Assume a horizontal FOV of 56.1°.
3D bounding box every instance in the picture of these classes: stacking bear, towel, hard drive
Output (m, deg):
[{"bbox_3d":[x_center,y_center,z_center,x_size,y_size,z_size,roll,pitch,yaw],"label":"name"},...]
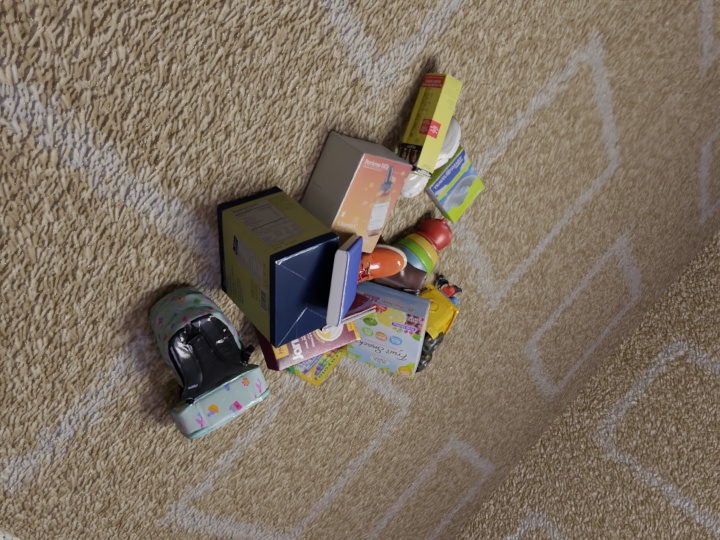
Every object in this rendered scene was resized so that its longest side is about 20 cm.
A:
[{"bbox_3d":[0.135,-0.044,1.599,0.200,0.113,0.122,-45,143,-15],"label":"stacking bear"},{"bbox_3d":[-0.082,0.059,1.379,0.143,0.199,0.023,-20,121,-35],"label":"towel"},{"bbox_3d":[-0.026,0.013,1.241,0.200,0.025,0.133,-55,154,-77],"label":"hard drive"}]

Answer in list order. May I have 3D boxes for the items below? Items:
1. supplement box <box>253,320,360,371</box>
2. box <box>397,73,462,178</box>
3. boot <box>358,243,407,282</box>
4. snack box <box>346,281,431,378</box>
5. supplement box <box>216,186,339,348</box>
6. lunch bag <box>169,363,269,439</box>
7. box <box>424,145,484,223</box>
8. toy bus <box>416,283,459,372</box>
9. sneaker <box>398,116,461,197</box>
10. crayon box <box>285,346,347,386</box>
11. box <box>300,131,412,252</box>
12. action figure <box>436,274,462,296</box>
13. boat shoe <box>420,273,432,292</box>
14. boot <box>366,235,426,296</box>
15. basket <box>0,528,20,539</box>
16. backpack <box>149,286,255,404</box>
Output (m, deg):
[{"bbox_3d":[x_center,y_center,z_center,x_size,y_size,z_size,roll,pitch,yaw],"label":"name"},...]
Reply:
[{"bbox_3d":[-0.114,0.127,1.441,0.199,0.085,0.111,-19,96,-26],"label":"supplement box"},{"bbox_3d":[0.137,-0.292,1.366,0.050,0.075,0.202,16,96,-37],"label":"box"},{"bbox_3d":[0.000,0.000,1.407,0.198,0.107,0.076,-5,116,3],"label":"boot"},{"bbox_3d":[0.059,0.133,1.509,0.068,0.167,0.201,-62,163,-45],"label":"snack box"},{"bbox_3d":[-0.154,-0.010,1.241,0.133,0.200,0.201,-22,135,-32],"label":"supplement box"},{"bbox_3d":[-0.286,0.267,1.390,0.199,0.078,0.160,-28,-178,-26],"label":"lunch bag"},{"bbox_3d":[0.212,-0.210,1.582,0.122,0.048,0.200,-50,144,-2],"label":"box"},{"bbox_3d":[0.162,0.127,1.657,0.192,0.136,0.201,-37,158,-31],"label":"toy bus"},{"bbox_3d":[0.135,-0.253,1.446,0.201,0.076,0.092,-54,139,3],"label":"sneaker"},{"bbox_3d":[-0.108,0.193,1.588,0.126,0.052,0.200,-50,144,-1],"label":"crayon box"},{"bbox_3d":[-0.016,-0.152,1.343,0.151,0.106,0.201,3,119,-47],"label":"box"},{"bbox_3d":[0.187,0.117,1.782,0.201,0.119,0.102,-52,139,-6],"label":"action figure"},{"bbox_3d":[0.095,0.057,1.668,0.200,0.071,0.065,-41,143,-10],"label":"boat shoe"},{"bbox_3d":[0.069,-0.026,1.483,0.072,0.165,0.202,-61,168,-60],"label":"boot"},{"bbox_3d":[-0.704,0.530,1.164,0.177,0.138,0.201,68,37,-50],"label":"basket"},{"bbox_3d":[-0.309,0.131,1.263,0.166,0.126,0.201,-38,144,-19],"label":"backpack"}]
